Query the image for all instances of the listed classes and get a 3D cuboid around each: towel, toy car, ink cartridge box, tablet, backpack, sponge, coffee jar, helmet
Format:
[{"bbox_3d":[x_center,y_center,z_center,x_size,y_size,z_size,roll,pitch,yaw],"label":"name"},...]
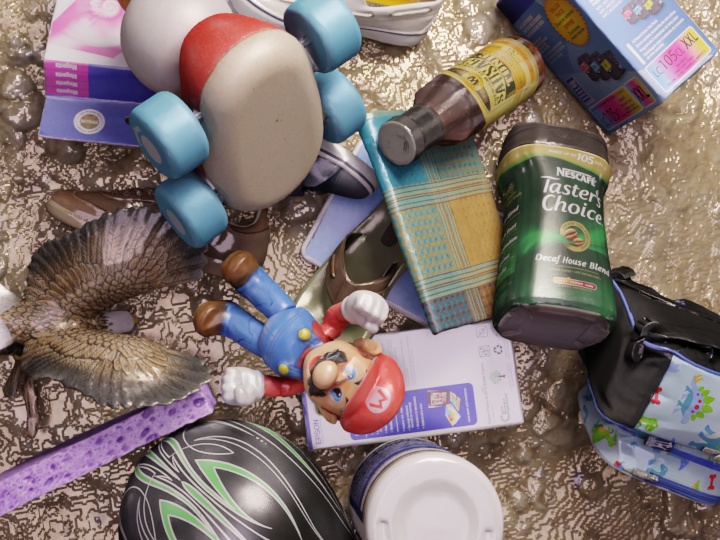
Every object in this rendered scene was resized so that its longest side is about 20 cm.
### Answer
[{"bbox_3d":[0.075,-0.049,1.054,0.146,0.022,0.201,-10,80,-47],"label":"towel"},{"bbox_3d":[-0.127,-0.161,0.957,0.184,0.177,0.200,-38,63,-18],"label":"toy car"},{"bbox_3d":[0.044,0.104,1.084,0.199,0.039,0.100,-7,87,1],"label":"ink cartridge box"},{"bbox_3d":[0.058,-0.023,1.112,0.199,0.014,0.131,29,85,-4],"label":"tablet"},{"bbox_3d":[-0.173,-0.199,1.044,0.195,0.043,0.201,4,57,-6],"label":"ink cartridge box"},{"bbox_3d":[0.297,0.114,1.049,0.199,0.183,0.148,20,108,-6],"label":"backpack"},{"bbox_3d":[0.208,-0.233,1.075,0.076,0.136,0.200,-40,91,-11],"label":"ink cartridge box"},{"bbox_3d":[-0.222,0.150,1.028,0.199,0.112,0.030,-26,92,-6],"label":"sponge"},{"bbox_3d":[0.172,-0.036,1.057,0.104,0.085,0.201,9,61,-9],"label":"coffee jar"},{"bbox_3d":[-0.109,0.221,1.000,0.200,0.200,0.191,-43,104,-6],"label":"helmet"}]

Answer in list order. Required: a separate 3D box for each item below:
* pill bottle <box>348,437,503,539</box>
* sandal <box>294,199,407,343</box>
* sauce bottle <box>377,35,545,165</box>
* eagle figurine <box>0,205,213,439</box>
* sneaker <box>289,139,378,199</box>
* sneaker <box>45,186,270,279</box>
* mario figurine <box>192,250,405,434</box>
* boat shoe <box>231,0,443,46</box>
[{"bbox_3d":[0.048,0.200,1.005,0.110,0.200,0.112,0,87,-6],"label":"pill bottle"},{"bbox_3d":[0.000,-0.001,1.061,0.080,0.057,0.201,32,81,16],"label":"sandal"},{"bbox_3d":[0.091,-0.149,1.049,0.066,0.066,0.200,52,48,-1],"label":"sauce bottle"},{"bbox_3d":[-0.229,0.043,1.005,0.199,0.151,0.152,-15,114,36],"label":"eagle figurine"},{"bbox_3d":[-0.084,-0.097,1.072,0.199,0.078,0.080,26,79,8],"label":"sneaker"},{"bbox_3d":[-0.178,-0.050,1.065,0.199,0.070,0.076,19,90,-14],"label":"sneaker"},{"bbox_3d":[-0.051,0.063,0.981,0.200,0.124,0.106,32,43,23],"label":"mario figurine"},{"bbox_3d":[-0.015,-0.249,1.057,0.199,0.070,0.071,5,60,-24],"label":"boat shoe"}]
